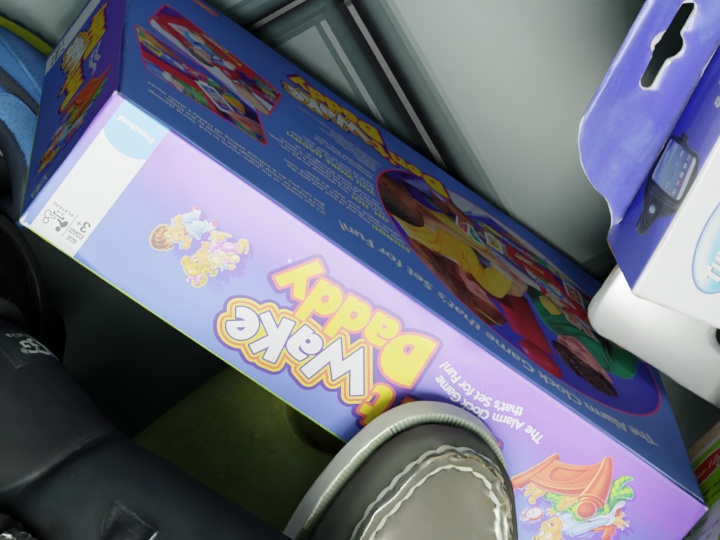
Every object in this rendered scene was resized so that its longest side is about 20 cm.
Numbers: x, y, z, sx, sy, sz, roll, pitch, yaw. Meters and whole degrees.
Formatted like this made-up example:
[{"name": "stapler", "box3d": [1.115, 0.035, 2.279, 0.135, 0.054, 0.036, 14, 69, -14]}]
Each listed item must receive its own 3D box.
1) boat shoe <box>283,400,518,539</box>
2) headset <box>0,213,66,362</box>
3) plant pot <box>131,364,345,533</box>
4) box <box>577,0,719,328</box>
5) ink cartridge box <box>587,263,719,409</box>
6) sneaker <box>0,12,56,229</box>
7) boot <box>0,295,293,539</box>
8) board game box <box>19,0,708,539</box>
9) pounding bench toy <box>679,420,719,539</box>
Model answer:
[{"name": "boat shoe", "box3d": [0.000, 0.136, 0.699, 0.072, 0.060, 0.203, 16, 98, -18]}, {"name": "headset", "box3d": [-0.155, 0.024, 0.763, 0.123, 0.200, 0.095, 6, 75, 7]}, {"name": "plant pot", "box3d": [-0.049, 0.129, 0.809, 0.184, 0.200, 0.200, -45, 101, 4]}, {"name": "box", "box3d": [0.162, -0.024, 0.729, 0.199, 0.042, 0.119, 20, 111, -19]}, {"name": "ink cartridge box", "box3d": [0.162, -0.047, 0.788, 0.115, 0.067, 0.200, 31, 107, -8]}, {"name": "sneaker", "box3d": [-0.175, -0.067, 0.798, 0.199, 0.078, 0.066, 24, 110, -3]}, {"name": "boot", "box3d": [-0.101, 0.120, 0.671, 0.168, 0.076, 0.201, 39, 99, 28]}, {"name": "board game box", "box3d": [0.000, 0.000, 0.765, 0.200, 0.135, 0.045, 35, 107, -15]}, {"name": "pounding bench toy", "box3d": [0.152, 0.125, 0.737, 0.155, 0.125, 0.200, 25, 148, -6]}]
